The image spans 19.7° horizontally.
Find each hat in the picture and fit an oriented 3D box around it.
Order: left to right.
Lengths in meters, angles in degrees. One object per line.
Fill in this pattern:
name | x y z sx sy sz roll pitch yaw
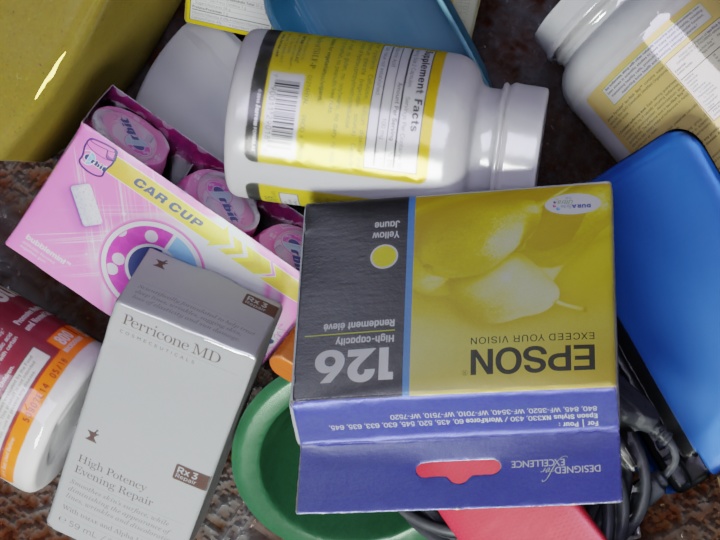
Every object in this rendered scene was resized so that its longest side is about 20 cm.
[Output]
hat | 0.012 0.074 1.430 0.199 0.176 0.166 -26 118 16

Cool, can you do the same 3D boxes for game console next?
game console | 0.200 0.031 1.343 0.118 0.171 0.201 -28 84 -4

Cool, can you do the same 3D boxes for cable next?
cable | 0.089 0.106 1.289 0.200 0.051 0.164 40 103 16

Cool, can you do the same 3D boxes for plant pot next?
plant pot | -0.239 -0.183 1.397 0.194 0.194 0.201 24 96 7

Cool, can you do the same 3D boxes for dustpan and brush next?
dustpan and brush | -0.133 -0.065 1.446 0.200 0.057 0.140 -44 71 -4

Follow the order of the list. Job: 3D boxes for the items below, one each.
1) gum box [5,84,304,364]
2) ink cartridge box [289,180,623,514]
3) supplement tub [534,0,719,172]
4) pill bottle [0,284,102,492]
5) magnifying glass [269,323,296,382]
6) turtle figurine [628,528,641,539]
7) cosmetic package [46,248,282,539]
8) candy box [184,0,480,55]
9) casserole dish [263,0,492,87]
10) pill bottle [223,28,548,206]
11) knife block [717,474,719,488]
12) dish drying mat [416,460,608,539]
gum box | -0.121 -0.015 1.388 0.199 0.066 0.114 35 120 -7
ink cartridge box | 0.057 0.044 1.243 0.196 0.047 0.201 -4 55 9
supplement tub | 0.223 -0.117 1.355 0.145 0.145 0.200 -40 84 3
pill bottle | -0.280 0.056 1.420 0.199 0.114 0.115 29 90 7
magnifying glass | 0.000 0.000 1.344 0.079 0.022 0.200 30 51 9
turtle figurine | 0.141 0.186 1.350 0.100 0.150 0.201 -25 59 10
cosmetic package | -0.132 0.097 1.372 0.101 0.074 0.201 22 124 2
candy box | -0.019 -0.189 1.398 0.199 0.103 0.027 13 49 1
casserole dish | 0.017 -0.151 1.380 0.120 0.200 0.039 -11 42 25
pill bottle | 0.018 -0.090 1.335 0.198 0.111 0.112 9 88 5
knife block | 0.301 0.223 1.316 0.064 0.200 0.176 -25 55 1
dish drying mat | 0.109 0.169 1.245 0.077 0.018 0.200 -41 77 16
